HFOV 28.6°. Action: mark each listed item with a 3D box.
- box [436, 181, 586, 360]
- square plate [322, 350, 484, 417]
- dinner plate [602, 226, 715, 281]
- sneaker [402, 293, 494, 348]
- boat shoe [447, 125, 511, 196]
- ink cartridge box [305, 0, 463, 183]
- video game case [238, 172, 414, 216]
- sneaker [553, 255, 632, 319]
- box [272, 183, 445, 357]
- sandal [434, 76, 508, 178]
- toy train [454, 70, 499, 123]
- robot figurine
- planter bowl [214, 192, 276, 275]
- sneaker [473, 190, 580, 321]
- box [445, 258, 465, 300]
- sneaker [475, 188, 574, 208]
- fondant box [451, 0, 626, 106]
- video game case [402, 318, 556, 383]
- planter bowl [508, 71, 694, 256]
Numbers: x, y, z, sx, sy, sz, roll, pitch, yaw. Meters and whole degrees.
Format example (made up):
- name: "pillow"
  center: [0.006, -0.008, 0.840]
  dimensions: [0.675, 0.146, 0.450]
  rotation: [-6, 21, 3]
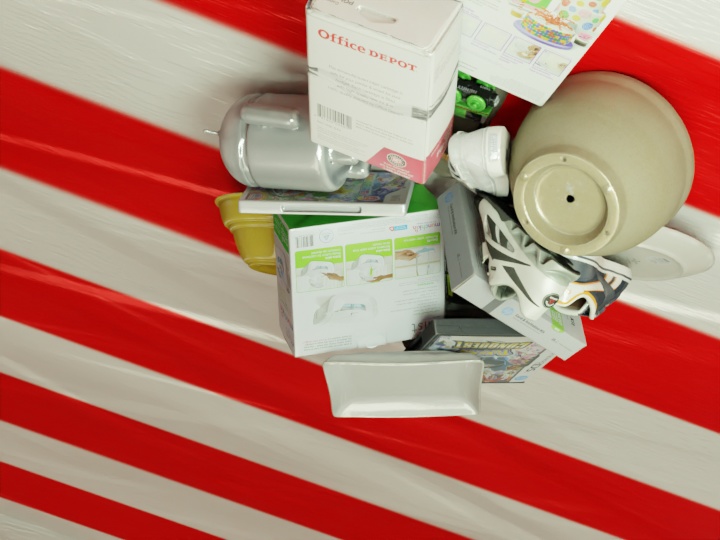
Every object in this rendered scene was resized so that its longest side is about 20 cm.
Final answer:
- name: "box"
  center: [0.181, 0.002, 1.695]
  dimensions: [0.200, 0.156, 0.041]
  rotation: [32, 125, -32]
- name: "square plate"
  center: [0.056, 0.143, 1.800]
  dimensions: [0.197, 0.029, 0.200]
  rotation: [-1, 155, 3]
- name: "dinner plate"
  center: [0.335, -0.020, 1.740]
  dimensions: [0.199, 0.024, 0.200]
  rotation: [11, 164, 3]
- name: "sneaker"
  center: [0.145, 0.080, 1.874]
  dimensions: [0.199, 0.091, 0.076]
  rotation: [9, -173, 22]
- name: "boat shoe"
  center: [0.132, -0.120, 1.574]
  dimensions: [0.068, 0.072, 0.200]
  rotation: [2, -178, 9]
- name: "ink cartridge box"
  center: [0.023, -0.205, 1.476]
  dimensions: [0.145, 0.085, 0.200]
  rotation: [22, 148, 15]
- name: "video game case"
  center: [-0.038, -0.095, 1.720]
  dimensions: [0.199, 0.143, 0.018]
  rotation: [2, 109, 6]
- name: "sneaker"
  center: [0.264, 0.017, 1.681]
  dimensions: [0.078, 0.080, 0.200]
  rotation: [14, 179, 30]
- name: "box"
  center: [0.000, 0.000, 1.759]
  dimensions: [0.199, 0.097, 0.177]
  rotation: [-9, 116, -14]
- name: "sandal"
  center: [0.117, -0.161, 1.629]
  dimensions: [0.081, 0.055, 0.200]
  rotation: [21, 150, -7]
- name: "toy train"
  center: [0.058, -0.209, 1.562]
  dimensions: [0.199, 0.042, 0.057]
  rotation: [21, 147, 12]
- name: "robot figurine"
  center: [-0.083, -0.153, 1.684]
  dimensions: [0.199, 0.113, 0.170]
  rotation: [5, 158, 19]
- name: "planter bowl"
  center: [-0.096, -0.038, 1.844]
  dimensions: [0.199, 0.084, 0.200]
  rotation: [6, 171, 1]
- name: "sneaker"
  center: [0.164, -0.018, 1.588]
  dimensions: [0.074, 0.200, 0.089]
  rotation: [24, 110, -31]
- name: "box"
  center: [0.138, 0.001, 1.898]
  dimensions: [0.192, 0.048, 0.200]
  rotation: [7, 148, 12]
- name: "sneaker"
  center: [0.232, -0.091, 1.679]
  dimensions: [0.199, 0.075, 0.087]
  rotation: [12, -179, 29]
- name: "fondant box"
  center: [0.166, -0.265, 1.429]
  dimensions: [0.144, 0.058, 0.200]
  rotation: [23, 150, -9]
- name: "video game case"
  center: [0.155, 0.105, 1.803]
  dimensions: [0.199, 0.026, 0.181]
  rotation: [1, 156, -19]
- name: "planter bowl"
  center: [0.241, -0.097, 1.515]
  dimensions: [0.199, 0.135, 0.201]
  rotation: [15, 124, 24]
